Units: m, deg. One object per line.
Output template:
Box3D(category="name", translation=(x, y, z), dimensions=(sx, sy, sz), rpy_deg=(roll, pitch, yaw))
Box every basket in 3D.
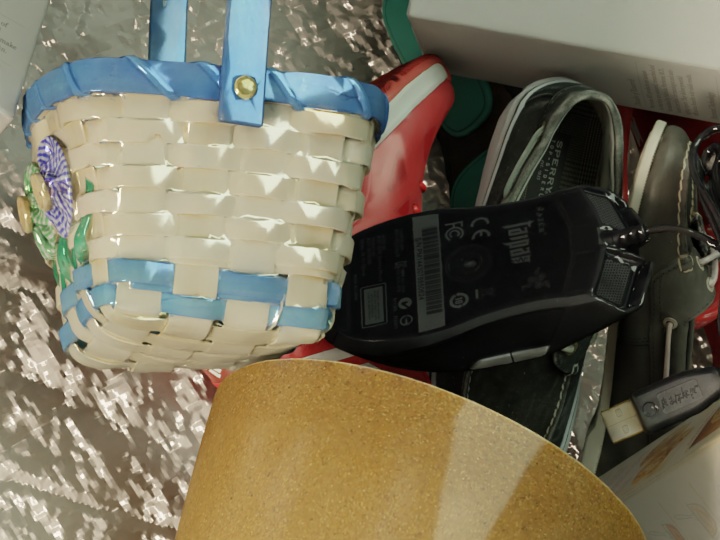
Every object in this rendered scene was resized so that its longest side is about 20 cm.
Box3D(category="basket", translation=(-0.062, -0.065, 1.170), dimensions=(0.139, 0.176, 0.201), rpy_deg=(9, 77, -12))

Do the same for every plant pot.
Box3D(category="plant pot", translation=(-0.009, 0.166, 1.145), dimensions=(0.186, 0.186, 0.200), rpy_deg=(33, 62, -17))

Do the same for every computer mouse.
Box3D(category="computer mouse", translation=(0.084, 0.025, 1.225), dimensions=(0.046, 0.199, 0.141), rpy_deg=(66, 11, -48))

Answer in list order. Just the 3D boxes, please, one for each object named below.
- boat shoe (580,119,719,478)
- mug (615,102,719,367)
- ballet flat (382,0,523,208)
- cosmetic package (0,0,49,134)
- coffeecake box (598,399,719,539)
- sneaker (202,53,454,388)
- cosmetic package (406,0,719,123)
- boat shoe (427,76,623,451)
Box3D(category="boat shoe", translation=(0.136, 0.030, 1.318), dimensions=(0.057, 0.201, 0.067), rpy_deg=(12, 25, 9))
Box3D(category="mug", translation=(0.184, -0.065, 1.411), dimensions=(0.177, 0.133, 0.201), rpy_deg=(-15, 82, -64))
Box3D(category="ballet flat", translation=(0.071, -0.058, 1.403), dimensions=(0.068, 0.068, 0.201), rpy_deg=(6, 61, -44))
Box3D(category="cosmetic package", translation=(-0.175, -0.128, 1.230), dimensions=(0.085, 0.108, 0.201), rpy_deg=(26, 49, -20))
Box3D(category="coffeecake box", translation=(0.163, 0.142, 1.256), dimensions=(0.154, 0.200, 0.073), rpy_deg=(50, 45, -2))
Box3D(category="sneaker", translation=(0.000, 0.000, 1.320), dimensions=(0.116, 0.078, 0.200), rpy_deg=(51, 58, -12))
Box3D(category="cosmetic package", translation=(0.130, -0.134, 1.338), dimensions=(0.199, 0.081, 0.113), rpy_deg=(13, 77, 15))
Box3D(category="boat shoe", translation=(0.071, 0.012, 1.304), dimensions=(0.072, 0.071, 0.201), rpy_deg=(8, 89, -9))
